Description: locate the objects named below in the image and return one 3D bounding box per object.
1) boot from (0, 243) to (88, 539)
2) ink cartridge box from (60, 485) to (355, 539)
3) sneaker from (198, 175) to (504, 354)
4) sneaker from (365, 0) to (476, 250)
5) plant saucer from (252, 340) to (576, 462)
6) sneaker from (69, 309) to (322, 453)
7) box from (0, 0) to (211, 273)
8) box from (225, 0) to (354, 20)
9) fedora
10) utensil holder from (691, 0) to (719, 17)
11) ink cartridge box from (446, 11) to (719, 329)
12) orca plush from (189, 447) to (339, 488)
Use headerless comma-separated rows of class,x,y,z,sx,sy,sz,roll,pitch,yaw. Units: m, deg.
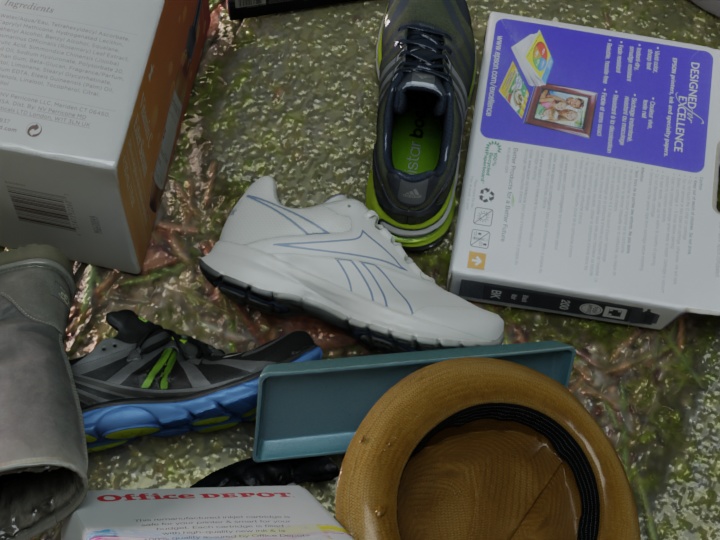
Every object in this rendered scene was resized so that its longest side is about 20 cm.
boot,-0.235,0.082,0.922,0.180,0.073,0.201,-24,44,11
ink cartridge box,-0.071,0.207,0.826,0.144,0.200,0.147,2,100,-19
sneaker,0.000,0.000,1.013,0.198,0.075,0.088,20,77,6
sneaker,0.044,-0.119,1.066,0.073,0.081,0.202,3,68,-2
plant saucer,0.032,0.076,0.978,0.197,0.071,0.019,-3,37,-15
sneaker,-0.122,0.060,0.991,0.197,0.071,0.084,-9,73,-2
box,-0.171,-0.126,1.024,0.105,0.153,0.202,11,67,4
box,-0.009,-0.260,1.147,0.197,0.040,0.138,-9,69,-6
fedora,0.067,0.151,0.940,0.198,0.082,0.203,10,62,-19
utensil holder,0.299,-0.290,1.104,0.169,0.170,0.201,33,73,12
ink cartridge box,0.168,-0.064,1.067,0.197,0.043,0.200,9,67,4
orca plush,-0.093,0.172,0.944,0.199,0.071,0.105,-35,72,-15
